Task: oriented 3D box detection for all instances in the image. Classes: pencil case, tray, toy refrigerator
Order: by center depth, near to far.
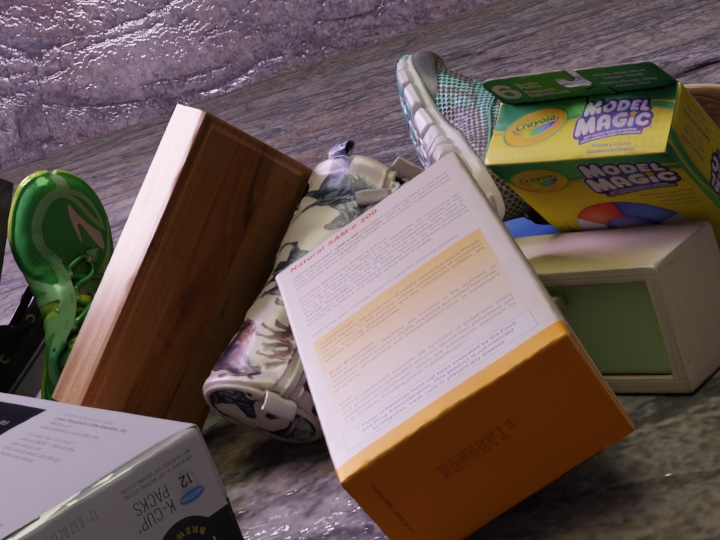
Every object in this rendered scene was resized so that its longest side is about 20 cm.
[{"bbox_3d":[0.110,0.025,0.809,0.200,0.076,0.070,-3,22,46],"label":"toy refrigerator"},{"bbox_3d":[-0.026,0.016,0.873,0.200,0.078,0.089,-65,6,-29],"label":"pencil case"},{"bbox_3d":[-0.111,0.006,0.892,0.037,0.201,0.099,18,-5,46],"label":"tray"}]

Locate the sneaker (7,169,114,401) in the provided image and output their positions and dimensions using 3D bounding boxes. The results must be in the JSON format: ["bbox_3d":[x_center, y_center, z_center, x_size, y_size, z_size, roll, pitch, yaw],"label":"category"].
[{"bbox_3d":[-0.188,0.028,0.953,0.074,0.201,0.084,-16,18,-28],"label":"sneaker"}]

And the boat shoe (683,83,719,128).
[{"bbox_3d":[0.237,-0.123,1.185,0.200,0.074,0.069,-11,21,30],"label":"boat shoe"}]

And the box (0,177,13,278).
[{"bbox_3d":[-0.295,0.048,0.990,0.036,0.200,0.143,16,36,-20],"label":"box"}]

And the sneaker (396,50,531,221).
[{"bbox_3d":[0.083,-0.091,0.917,0.091,0.078,0.200,-19,38,-2],"label":"sneaker"}]

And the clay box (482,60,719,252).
[{"bbox_3d":[0.159,-0.048,0.795,0.115,0.200,0.048,-2,65,40],"label":"clay box"}]

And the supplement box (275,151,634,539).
[{"bbox_3d":[0.039,0.038,0.708,0.126,0.074,0.200,-34,30,8],"label":"supplement box"}]

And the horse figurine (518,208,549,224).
[{"bbox_3d":[0.131,-0.058,0.965,0.200,0.050,0.132,-25,31,-38],"label":"horse figurine"}]

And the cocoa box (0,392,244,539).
[{"bbox_3d":[-0.146,0.144,0.597,0.133,0.132,0.200,-30,18,-34],"label":"cocoa box"}]

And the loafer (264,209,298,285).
[{"bbox_3d":[0.000,0.000,0.975,0.199,0.068,0.076,-6,-28,2],"label":"loafer"}]

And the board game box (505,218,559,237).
[{"bbox_3d":[0.201,-0.036,0.995,0.200,0.039,0.158,-27,23,-18],"label":"board game box"}]

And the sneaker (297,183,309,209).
[{"bbox_3d":[-0.044,-0.029,1.095,0.079,0.074,0.200,-21,-20,33],"label":"sneaker"}]

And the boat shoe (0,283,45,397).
[{"bbox_3d":[-0.261,0.055,1.043,0.200,0.066,0.070,-59,16,-17],"label":"boat shoe"}]
